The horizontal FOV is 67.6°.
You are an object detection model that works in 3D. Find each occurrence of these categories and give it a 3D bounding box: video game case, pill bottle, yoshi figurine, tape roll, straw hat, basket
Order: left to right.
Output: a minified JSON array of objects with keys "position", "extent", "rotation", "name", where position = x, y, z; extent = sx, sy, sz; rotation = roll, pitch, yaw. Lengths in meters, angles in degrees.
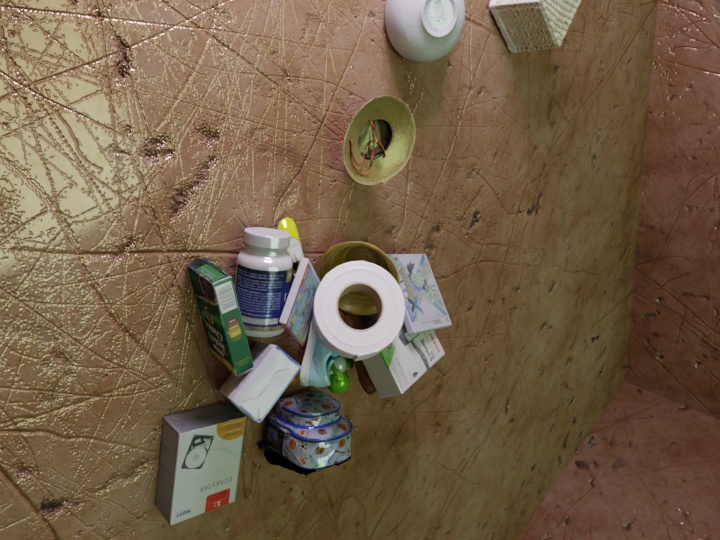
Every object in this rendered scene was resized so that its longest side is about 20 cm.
[{"position":[-0.197,0.021,1.086],"extent":[0.114,0.115,0.204],"rotation":[-6,110,-44],"name":"pill bottle"},{"position":[-0.120,0.079,1.167],"extent":[0.201,0.017,0.145],"rotation":[71,34,-65],"name":"video game case"},{"position":[-0.087,0.257,1.310],"extent":[0.198,0.112,0.113],"rotation":[7,116,-50],"name":"yoshi figurine"},{"position":[-0.005,0.087,1.163],"extent":[0.204,0.201,0.071],"rotation":[-52,176,-18],"name":"tape roll"},{"position":[0.022,-0.300,1.217],"extent":[0.198,0.085,0.205],"rotation":[-16,121,-28],"name":"straw hat"},{"position":[0.143,0.054,1.349],"extent":[0.181,0.022,0.204],"rotation":[-2,68,-51],"name":"video game case"},{"position":[0.487,-0.743,1.482],"extent":[0.199,0.159,0.201],"rotation":[34,79,-49],"name":"basket"}]

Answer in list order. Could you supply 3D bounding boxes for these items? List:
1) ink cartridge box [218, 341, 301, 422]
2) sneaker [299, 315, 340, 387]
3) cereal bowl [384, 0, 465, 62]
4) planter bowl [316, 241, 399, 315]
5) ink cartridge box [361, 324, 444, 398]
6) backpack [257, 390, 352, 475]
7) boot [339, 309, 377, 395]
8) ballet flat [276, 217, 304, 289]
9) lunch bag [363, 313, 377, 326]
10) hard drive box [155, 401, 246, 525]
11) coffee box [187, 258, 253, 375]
[{"position":[-0.215,0.223,1.114],"extent":[0.076,0.199,0.137],"rotation":[44,70,-16],"name":"ink cartridge box"},{"position":[-0.075,0.164,1.206],"extent":[0.074,0.080,0.204],"rotation":[70,30,-70],"name":"sneaker"},{"position":[0.157,-0.574,1.212],"extent":[0.196,0.083,0.204],"rotation":[-10,114,-22],"name":"cereal bowl"},{"position":[0.000,0.000,1.278],"extent":[0.084,0.196,0.204],"rotation":[-73,155,-56],"name":"planter bowl"},{"position":[0.100,0.194,1.322],"extent":[0.199,0.083,0.148],"rotation":[-31,94,-44],"name":"ink cartridge box"},{"position":[-0.110,0.376,1.260],"extent":[0.198,0.189,0.157],"rotation":[-11,113,-42],"name":"backpack"},{"position":[-0.015,0.192,1.314],"extent":[0.155,0.076,0.204],"rotation":[35,42,-48],"name":"boot"},{"position":[-0.152,-0.008,1.159],"extent":[0.066,0.066,0.204],"rotation":[-4,108,-44],"name":"ballet flat"},{"position":[0.090,0.062,1.437],"extent":[0.199,0.075,0.163],"rotation":[-34,125,-32],"name":"lunch bag"},{"position":[-0.331,0.394,1.119],"extent":[0.154,0.076,0.204],"rotation":[-4,108,-45],"name":"hard drive box"},{"position":[-0.267,0.089,1.030],"extent":[0.043,0.122,0.204],"rotation":[-25,122,-31],"name":"coffee box"}]
